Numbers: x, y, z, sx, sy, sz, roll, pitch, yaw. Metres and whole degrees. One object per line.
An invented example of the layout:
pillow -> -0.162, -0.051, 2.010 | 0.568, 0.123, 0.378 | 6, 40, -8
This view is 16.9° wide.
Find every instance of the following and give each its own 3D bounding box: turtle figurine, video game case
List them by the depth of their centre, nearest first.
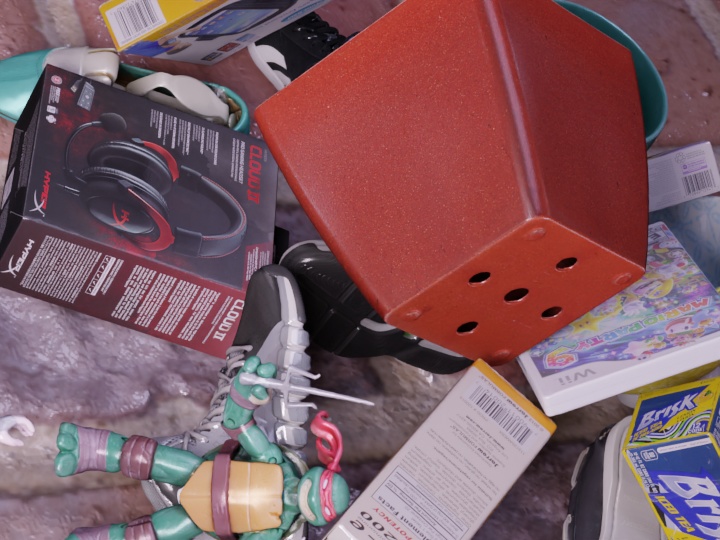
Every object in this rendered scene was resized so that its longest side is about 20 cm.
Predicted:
turtle figurine -> -0.082, 0.136, 1.460 | 0.198, 0.101, 0.151 | -4, 72, 13
video game case -> 0.171, 0.030, 1.667 | 0.142, 0.018, 0.200 | -18, 24, -2

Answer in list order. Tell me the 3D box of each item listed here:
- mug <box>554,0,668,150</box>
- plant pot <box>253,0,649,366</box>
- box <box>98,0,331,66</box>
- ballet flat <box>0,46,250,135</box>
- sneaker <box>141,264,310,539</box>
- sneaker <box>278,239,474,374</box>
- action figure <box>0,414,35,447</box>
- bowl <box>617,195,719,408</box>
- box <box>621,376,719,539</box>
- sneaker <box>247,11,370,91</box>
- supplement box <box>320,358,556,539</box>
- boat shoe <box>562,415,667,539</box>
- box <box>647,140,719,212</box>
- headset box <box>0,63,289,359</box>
mug -> 0.132, -0.121, 1.876 | 0.184, 0.115, 0.153 | 13, 48, -22
plant pot -> 0.078, -0.054, 1.604 | 0.199, 0.199, 0.177 | 24, 41, -48
box -> -0.094, -0.192, 1.745 | 0.042, 0.118, 0.200 | 66, 18, 8
ballet flat -> -0.168, -0.126, 1.720 | 0.199, 0.070, 0.068 | 14, 52, -21
sneaker -> -0.093, 0.091, 1.546 | 0.114, 0.075, 0.202 | 2, 72, -12
sneaker -> 0.000, 0.000, 1.708 | 0.200, 0.076, 0.116 | 23, 28, -45
action figure -> -0.285, 0.094, 1.353 | 0.149, 0.200, 0.134 | 45, 48, 1
bowl -> 0.214, 0.037, 1.778 | 0.200, 0.199, 0.108 | -44, 125, -47
box -> 0.253, 0.171, 1.656 | 0.201, 0.070, 0.064 | 60, 33, -26
sneaker -> -0.017, -0.167, 1.821 | 0.073, 0.112, 0.201 | -3, 55, -37
supplement box -> 0.031, 0.163, 1.553 | 0.073, 0.126, 0.200 | 41, 43, 4
boat shoe -> 0.169, 0.197, 1.659 | 0.073, 0.060, 0.201 | 21, 59, -23
box -> 0.170, -0.050, 1.806 | 0.198, 0.039, 0.042 | -18, 93, 0
headset box -> -0.142, -0.036, 1.654 | 0.199, 0.075, 0.149 | 19, 45, -18
